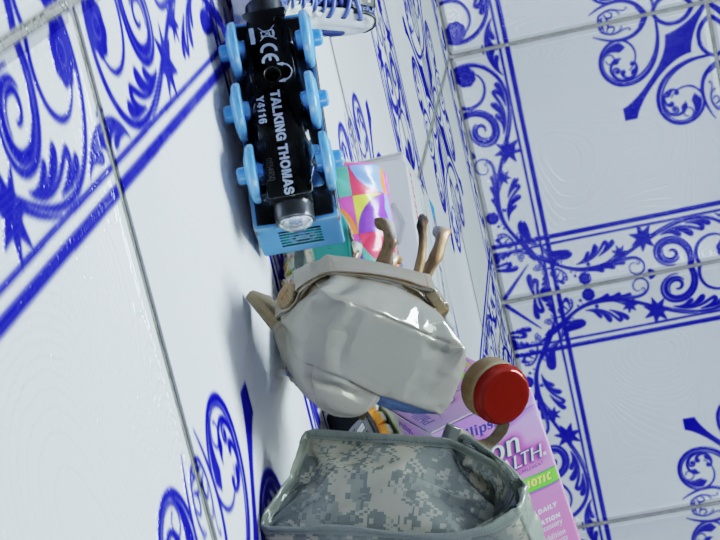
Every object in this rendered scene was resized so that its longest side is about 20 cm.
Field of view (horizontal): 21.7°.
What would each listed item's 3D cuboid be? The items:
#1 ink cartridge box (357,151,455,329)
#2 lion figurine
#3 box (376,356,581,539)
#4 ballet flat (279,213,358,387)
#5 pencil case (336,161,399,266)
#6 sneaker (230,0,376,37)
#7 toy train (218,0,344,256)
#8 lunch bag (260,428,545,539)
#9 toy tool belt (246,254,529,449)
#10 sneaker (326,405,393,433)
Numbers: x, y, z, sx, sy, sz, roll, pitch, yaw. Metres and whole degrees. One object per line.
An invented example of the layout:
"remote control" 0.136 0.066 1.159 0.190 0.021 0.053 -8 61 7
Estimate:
"ink cartridge box" 0.035 -0.020 1.957 0.200 0.084 0.147 50 30 -71
"lion figurine" 0.012 0.029 1.568 0.200 0.072 0.123 132 -25 -71
"box" 0.100 0.189 1.594 0.201 0.096 0.176 70 -14 -13
"ballet flat" -0.034 0.034 1.525 0.064 0.075 0.201 117 -16 -44
"pencil case" 0.000 0.000 1.719 0.088 0.088 0.202 3 76 -81
"sneaker" -0.047 -0.240 1.602 0.199 0.114 0.081 25 53 -79
"toy train" -0.061 -0.114 1.479 0.114 0.086 0.202 82 -1 -68
"lunch bag" 0.051 0.207 1.346 0.118 0.198 0.165 -62 144 -45
"toy tool belt" 0.019 0.057 1.407 0.123 0.199 0.126 27 -82 61
"sneaker" 0.005 0.185 1.571 0.079 0.077 0.201 77 -10 -46
